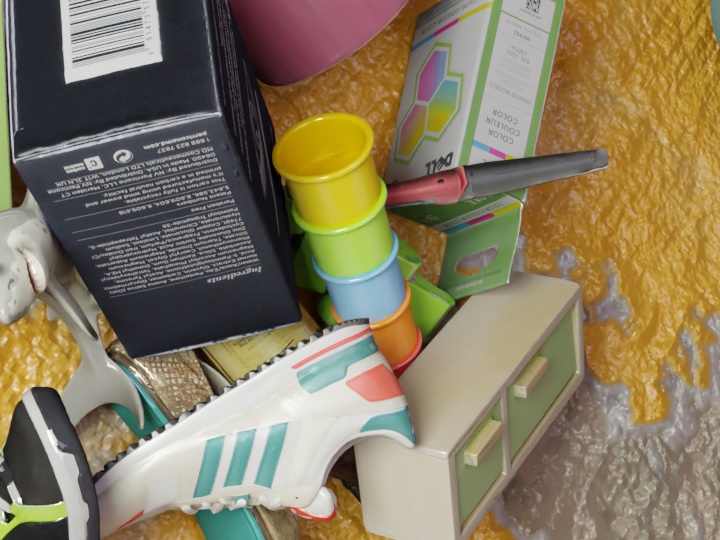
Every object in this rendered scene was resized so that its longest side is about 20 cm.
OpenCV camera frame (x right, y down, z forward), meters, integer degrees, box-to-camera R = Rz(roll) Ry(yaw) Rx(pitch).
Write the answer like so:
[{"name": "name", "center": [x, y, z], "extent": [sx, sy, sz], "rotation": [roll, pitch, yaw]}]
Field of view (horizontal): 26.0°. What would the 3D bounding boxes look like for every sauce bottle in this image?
[{"name": "sauce bottle", "center": [-0.030, 0.079, 0.958], "extent": [0.066, 0.066, 0.200], "rotation": [-50, 118, -26]}]

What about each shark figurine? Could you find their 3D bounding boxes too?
[{"name": "shark figurine", "center": [-0.185, 0.012, 0.831], "extent": [0.089, 0.215, 0.129], "rotation": [-14, 66, 0]}]

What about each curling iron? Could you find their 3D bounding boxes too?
[{"name": "curling iron", "center": [0.053, -0.061, 0.944], "extent": [0.198, 0.026, 0.050], "rotation": [-2, 99, -3]}]

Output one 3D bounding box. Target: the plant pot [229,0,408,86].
[{"name": "plant pot", "center": [-0.062, -0.220, 0.946], "extent": [0.200, 0.199, 0.179], "rotation": [-52, 121, -26]}]

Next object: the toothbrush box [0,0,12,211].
[{"name": "toothbrush box", "center": [-0.264, -0.088, 0.807], "extent": [0.145, 0.086, 0.201], "rotation": [-14, 124, -29]}]

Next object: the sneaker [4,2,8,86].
[{"name": "sneaker", "center": [-0.212, -0.133, 0.907], "extent": [0.199, 0.080, 0.089], "rotation": [27, 76, -16]}]

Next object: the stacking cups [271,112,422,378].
[{"name": "stacking cups", "center": [0.000, 0.000, 0.934], "extent": [0.061, 0.060, 0.201], "rotation": [-45, 139, -27]}]

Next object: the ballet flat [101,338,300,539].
[{"name": "ballet flat", "center": [-0.079, 0.116, 0.934], "extent": [0.065, 0.070, 0.201], "rotation": [-39, 102, -38]}]

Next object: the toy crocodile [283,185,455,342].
[{"name": "toy crocodile", "center": [-0.028, -0.010, 0.990], "extent": [0.199, 0.062, 0.068], "rotation": [25, 111, -23]}]

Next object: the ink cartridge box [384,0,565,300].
[{"name": "ink cartridge box", "center": [0.068, -0.086, 1.027], "extent": [0.059, 0.104, 0.201], "rotation": [19, 72, -23]}]

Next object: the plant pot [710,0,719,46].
[{"name": "plant pot", "center": [0.345, -0.207, 1.179], "extent": [0.199, 0.135, 0.202], "rotation": [5, 78, -26]}]

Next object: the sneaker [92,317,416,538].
[{"name": "sneaker", "center": [-0.061, 0.111, 0.861], "extent": [0.199, 0.070, 0.094], "rotation": [-32, 87, -2]}]

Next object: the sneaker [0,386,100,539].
[{"name": "sneaker", "center": [-0.188, 0.153, 0.815], "extent": [0.082, 0.072, 0.201], "rotation": [-6, 124, -27]}]

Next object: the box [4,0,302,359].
[{"name": "box", "center": [-0.106, -0.068, 0.830], "extent": [0.103, 0.200, 0.149], "rotation": [-12, 56, 3]}]

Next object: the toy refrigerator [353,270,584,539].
[{"name": "toy refrigerator", "center": [0.076, 0.082, 0.968], "extent": [0.200, 0.070, 0.076], "rotation": [-43, 136, -48]}]
